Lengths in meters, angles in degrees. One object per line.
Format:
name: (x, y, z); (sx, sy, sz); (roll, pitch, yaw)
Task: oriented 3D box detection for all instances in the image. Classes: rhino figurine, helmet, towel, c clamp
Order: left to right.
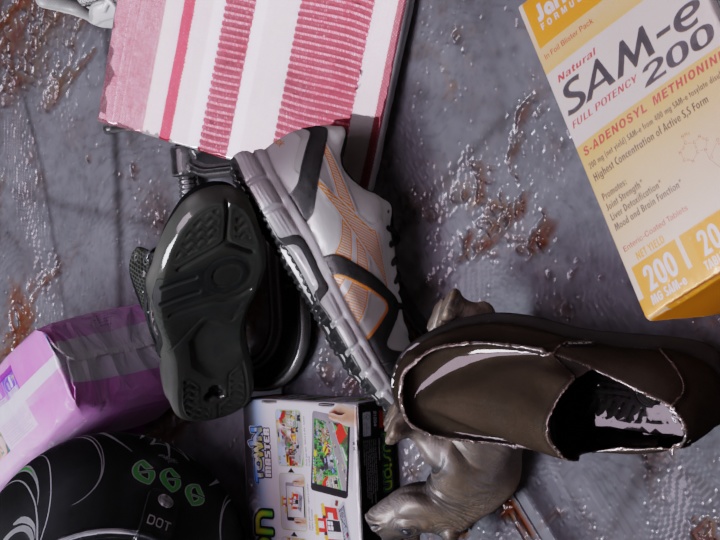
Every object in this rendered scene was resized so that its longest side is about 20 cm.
helmet: (-0.166, 0.203, 1.864); (0.191, 0.200, 0.200); (-103, 24, -72)
c clamp: (-0.095, -0.015, 1.891); (0.171, 0.027, 0.200); (-11, 84, 41)
towel: (-0.067, -0.139, 1.806); (0.200, 0.023, 0.144); (17, 106, 20)
rhino figurine: (0.058, 0.103, 1.702); (0.087, 0.060, 0.200); (21, 117, -4)

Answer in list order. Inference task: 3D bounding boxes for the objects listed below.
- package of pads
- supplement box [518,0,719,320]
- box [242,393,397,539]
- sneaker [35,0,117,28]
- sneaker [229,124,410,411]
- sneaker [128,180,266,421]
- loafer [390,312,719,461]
package of pads: (-0.213, 0.103, 1.950); (0.200, 0.120, 0.076); (-43, 67, 39)
supplement box: (0.182, -0.089, 1.558); (0.126, 0.074, 0.200); (-37, 67, 41)
box: (-0.024, 0.180, 1.823); (0.110, 0.035, 0.200); (1, 94, 46)
sneaker: (-0.136, -0.183, 1.878); (0.200, 0.081, 0.075); (6, 96, 44)
sneaker: (0.000, 0.000, 1.749); (0.200, 0.080, 0.074); (61, 170, -4)
sneaker: (-0.108, -0.005, 1.796); (0.199, 0.076, 0.114); (91, 160, -52)
loafer: (0.107, 0.068, 1.598); (0.200, 0.071, 0.073); (-2, 111, 21)
